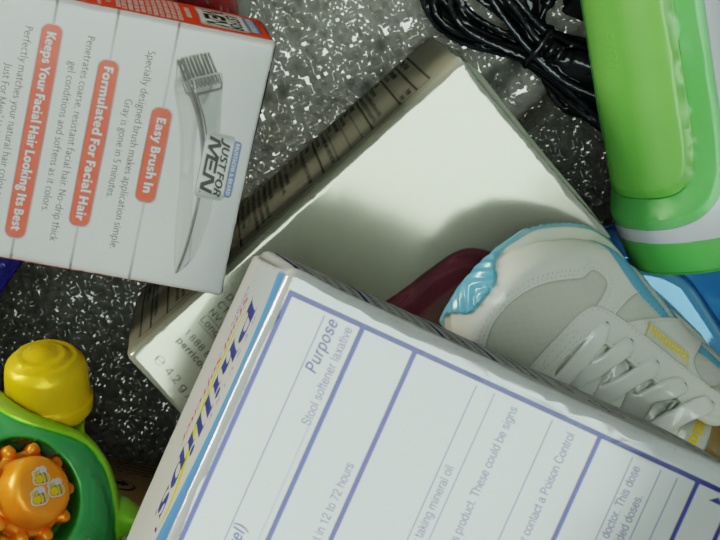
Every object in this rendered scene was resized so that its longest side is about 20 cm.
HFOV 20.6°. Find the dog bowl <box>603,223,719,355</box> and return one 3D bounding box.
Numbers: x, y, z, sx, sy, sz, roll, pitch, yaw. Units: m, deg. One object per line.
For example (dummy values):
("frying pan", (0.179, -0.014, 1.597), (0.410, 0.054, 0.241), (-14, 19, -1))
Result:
("dog bowl", (0.158, 0.063, 0.984), (0.111, 0.050, 0.201), (-33, 101, 3))

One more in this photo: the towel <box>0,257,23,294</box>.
("towel", (-0.241, -0.045, 0.867), (0.199, 0.050, 0.148), (34, 97, -17))

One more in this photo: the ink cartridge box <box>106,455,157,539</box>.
("ink cartridge box", (-0.134, 0.178, 0.975), (0.198, 0.075, 0.166), (14, 100, -7))

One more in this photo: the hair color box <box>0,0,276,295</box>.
("hair color box", (-0.144, -0.066, 0.819), (0.198, 0.064, 0.112), (11, 104, -11))

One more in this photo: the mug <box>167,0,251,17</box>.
("mug", (-0.150, -0.154, 0.881), (0.198, 0.134, 0.179), (2, 71, 0))

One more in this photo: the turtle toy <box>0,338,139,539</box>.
("turtle toy", (-0.192, 0.116, 0.853), (0.198, 0.101, 0.147), (-3, 120, -4))

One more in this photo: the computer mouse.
("computer mouse", (0.133, -0.171, 0.940), (0.138, 0.053, 0.201), (32, 97, -7))

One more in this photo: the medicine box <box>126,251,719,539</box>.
("medicine box", (0.017, 0.116, 0.763), (0.199, 0.103, 0.183), (25, 91, -9))

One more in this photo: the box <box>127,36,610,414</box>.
("box", (0.000, 0.000, 0.925), (0.200, 0.128, 0.109), (-41, 101, 4))

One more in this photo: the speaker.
("speaker", (0.142, -0.104, 0.888), (0.088, 0.088, 0.202), (-11, 103, -1))

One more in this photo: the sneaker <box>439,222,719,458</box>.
("sneaker", (0.115, 0.044, 0.864), (0.199, 0.081, 0.077), (27, 110, -43))
